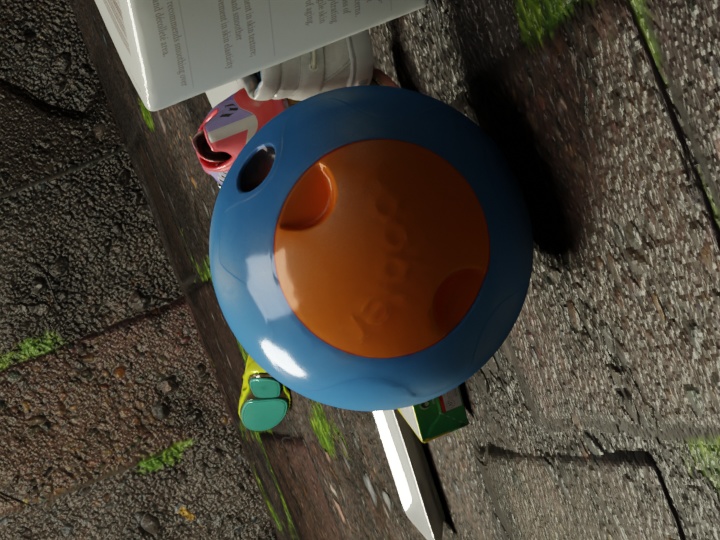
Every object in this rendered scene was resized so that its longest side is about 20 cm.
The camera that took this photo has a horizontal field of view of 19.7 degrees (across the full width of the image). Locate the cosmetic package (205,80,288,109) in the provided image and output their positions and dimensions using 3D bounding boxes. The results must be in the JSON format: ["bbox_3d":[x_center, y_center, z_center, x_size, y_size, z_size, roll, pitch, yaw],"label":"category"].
[{"bbox_3d":[-0.062,-0.123,1.720,0.113,0.081,0.201,116,133,-65],"label":"cosmetic package"}]

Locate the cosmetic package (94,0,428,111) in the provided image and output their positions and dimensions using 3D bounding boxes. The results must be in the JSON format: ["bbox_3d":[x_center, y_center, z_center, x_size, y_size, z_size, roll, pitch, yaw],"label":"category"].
[{"bbox_3d":[-0.078,-0.236,1.277,0.168,0.199,0.167,88,158,-60],"label":"cosmetic package"}]

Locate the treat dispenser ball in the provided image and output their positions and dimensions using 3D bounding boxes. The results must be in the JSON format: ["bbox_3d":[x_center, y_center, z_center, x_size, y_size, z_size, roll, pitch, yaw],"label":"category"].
[{"bbox_3d":[0.006,-0.014,1.281,0.201,0.200,0.202,159,90,-80],"label":"treat dispenser ball"}]

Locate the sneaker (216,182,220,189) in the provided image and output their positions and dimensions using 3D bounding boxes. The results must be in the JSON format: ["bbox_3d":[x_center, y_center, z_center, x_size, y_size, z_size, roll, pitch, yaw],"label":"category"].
[{"bbox_3d":[-0.105,-0.128,1.938,0.200,0.086,0.080,82,162,-48],"label":"sneaker"}]

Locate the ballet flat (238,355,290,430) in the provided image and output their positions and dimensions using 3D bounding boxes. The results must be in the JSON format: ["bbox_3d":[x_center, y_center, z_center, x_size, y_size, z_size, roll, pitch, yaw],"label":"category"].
[{"bbox_3d":[-0.123,0.143,2.660,0.200,0.067,0.067,100,168,-65],"label":"ballet flat"}]

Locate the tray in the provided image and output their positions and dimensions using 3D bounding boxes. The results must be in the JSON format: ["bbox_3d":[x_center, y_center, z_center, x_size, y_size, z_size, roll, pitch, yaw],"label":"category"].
[{"bbox_3d":[0.039,0.158,1.949,0.107,0.022,0.201,-142,33,-69],"label":"tray"}]

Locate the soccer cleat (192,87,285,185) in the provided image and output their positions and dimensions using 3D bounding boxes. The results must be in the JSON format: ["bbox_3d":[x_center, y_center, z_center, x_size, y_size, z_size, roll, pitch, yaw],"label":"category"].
[{"bbox_3d":[-0.103,-0.100,1.611,0.200,0.076,0.067,153,97,-73],"label":"soccer cleat"}]

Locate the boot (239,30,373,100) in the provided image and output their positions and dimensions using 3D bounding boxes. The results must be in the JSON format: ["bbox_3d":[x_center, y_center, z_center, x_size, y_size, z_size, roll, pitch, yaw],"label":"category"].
[{"bbox_3d":[-0.062,-0.210,1.459,0.074,0.095,0.201,-47,55,51],"label":"boot"}]

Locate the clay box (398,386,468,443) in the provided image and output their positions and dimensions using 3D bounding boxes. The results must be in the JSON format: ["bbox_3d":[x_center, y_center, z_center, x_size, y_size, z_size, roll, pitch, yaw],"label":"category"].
[{"bbox_3d":[0.025,0.045,1.728,0.200,0.047,0.115,-127,19,-59],"label":"clay box"}]

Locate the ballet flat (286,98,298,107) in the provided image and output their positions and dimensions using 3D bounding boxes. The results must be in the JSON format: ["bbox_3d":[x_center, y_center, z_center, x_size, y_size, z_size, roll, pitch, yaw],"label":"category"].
[{"bbox_3d":[-0.029,-0.162,1.564,0.063,0.069,0.201,-6,110,49],"label":"ballet flat"}]

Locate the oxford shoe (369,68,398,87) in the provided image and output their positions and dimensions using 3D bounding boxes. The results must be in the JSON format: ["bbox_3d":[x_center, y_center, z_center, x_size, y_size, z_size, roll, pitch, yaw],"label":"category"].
[{"bbox_3d":[0.028,-0.047,1.452,0.070,0.075,0.201,93,155,-72],"label":"oxford shoe"}]
